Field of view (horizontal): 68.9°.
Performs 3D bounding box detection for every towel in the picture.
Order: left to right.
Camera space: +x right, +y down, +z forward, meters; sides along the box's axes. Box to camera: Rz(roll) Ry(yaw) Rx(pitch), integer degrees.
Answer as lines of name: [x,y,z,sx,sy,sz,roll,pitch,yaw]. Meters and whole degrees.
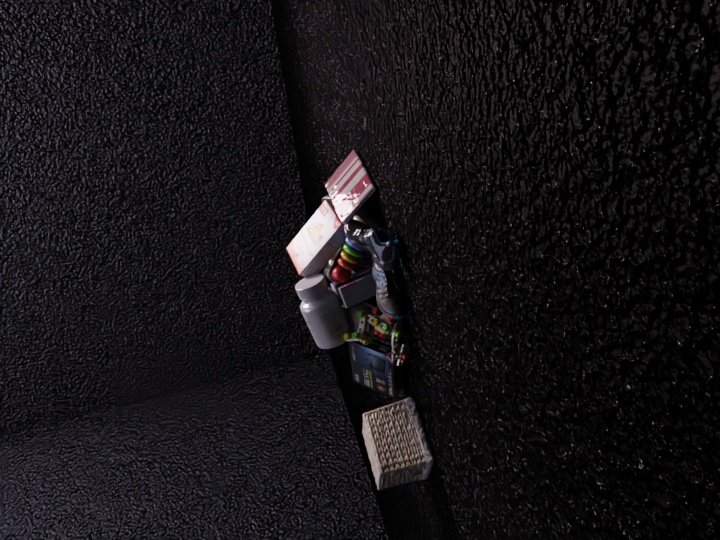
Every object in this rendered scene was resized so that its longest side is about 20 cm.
towel: [-0.029,-0.239,1.495,0.144,0.023,0.200,-47,41,23]

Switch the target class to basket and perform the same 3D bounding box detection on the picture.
basket: [0.103,0.509,1.536,0.198,0.161,0.200,90,166,-55]

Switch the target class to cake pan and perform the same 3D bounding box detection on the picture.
cake pan: [0.026,0.167,1.584,0.200,0.037,0.200,22,131,27]

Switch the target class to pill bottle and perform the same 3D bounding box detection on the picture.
pill bottle: [-0.110,0.116,1.519,0.114,0.114,0.200,-127,13,-68]

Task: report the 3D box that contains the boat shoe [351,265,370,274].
boat shoe: [0.002,-0.001,1.704,0.066,0.074,0.200,169,98,-86]

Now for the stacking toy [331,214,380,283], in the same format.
stacking toy: [-0.023,-0.053,1.464,0.200,0.085,0.085,-62,22,12]

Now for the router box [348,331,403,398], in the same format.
router box: [0.049,0.279,1.571,0.150,0.062,0.200,18,136,25]

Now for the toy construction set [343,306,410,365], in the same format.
toy construction set: [0.054,0.175,1.447,0.200,0.131,0.092,26,180,33]

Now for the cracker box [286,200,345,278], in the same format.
cracker box: [-0.122,-0.090,1.542,0.058,0.200,0.134,27,-159,-42]

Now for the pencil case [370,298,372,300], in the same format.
pencil case: [0.001,0.113,1.823,0.092,0.085,0.200,48,-166,-45]

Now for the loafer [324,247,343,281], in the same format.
loafer: [-0.071,-0.053,1.653,0.075,0.070,0.200,52,-132,-42]

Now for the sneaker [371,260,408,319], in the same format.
sneaker: [0.070,0.036,1.358,0.082,0.073,0.200,90,163,-52]

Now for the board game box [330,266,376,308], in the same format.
board game box: [-0.001,0.044,1.544,0.200,0.147,0.064,-174,61,-79]

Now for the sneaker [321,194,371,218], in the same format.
sneaker: [-0.021,-0.221,1.586,0.200,0.106,0.075,20,144,44]

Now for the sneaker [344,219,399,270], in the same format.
sneaker: [0.034,-0.086,1.324,0.200,0.073,0.082,40,138,35]

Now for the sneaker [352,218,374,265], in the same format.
sneaker: [-0.009,-0.090,1.603,0.066,0.090,0.200,91,163,-52]

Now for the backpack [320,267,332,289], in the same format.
backpack: [-0.095,-0.026,1.783,0.151,0.177,0.200,128,155,-71]
